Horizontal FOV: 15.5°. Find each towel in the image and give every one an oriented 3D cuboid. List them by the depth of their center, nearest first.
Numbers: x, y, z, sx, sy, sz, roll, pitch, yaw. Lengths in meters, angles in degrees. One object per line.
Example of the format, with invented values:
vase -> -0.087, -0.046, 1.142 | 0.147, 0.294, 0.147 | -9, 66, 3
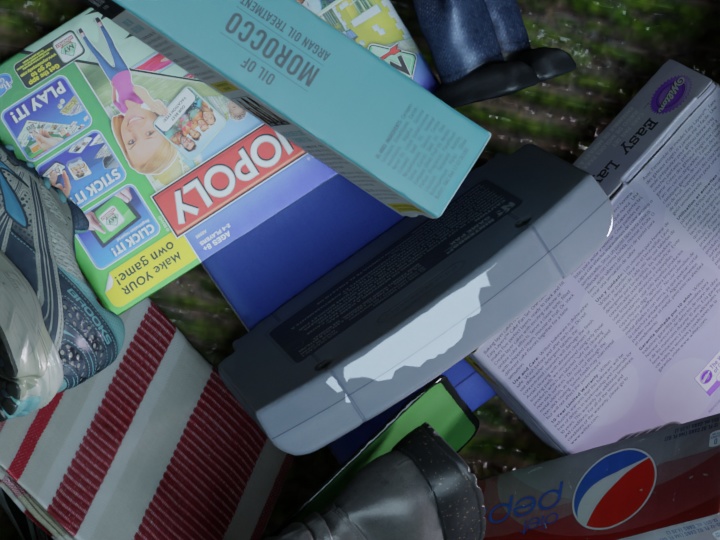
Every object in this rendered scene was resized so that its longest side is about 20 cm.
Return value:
towel -> -0.121, 0.080, 1.311 | 0.200, 0.023, 0.144 | 48, 45, -25

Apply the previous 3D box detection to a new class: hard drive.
hard drive -> 0.000, 0.000, 1.368 | 0.132, 0.025, 0.200 | -36, 115, -5

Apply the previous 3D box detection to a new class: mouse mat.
mouse mat -> -0.006, 0.120, 1.332 | 0.161, 0.200, 0.008 | -44, 76, -2

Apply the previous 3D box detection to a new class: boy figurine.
boy figurine -> 0.045, -0.182, 1.289 | 0.124, 0.064, 0.201 | -18, 94, -49

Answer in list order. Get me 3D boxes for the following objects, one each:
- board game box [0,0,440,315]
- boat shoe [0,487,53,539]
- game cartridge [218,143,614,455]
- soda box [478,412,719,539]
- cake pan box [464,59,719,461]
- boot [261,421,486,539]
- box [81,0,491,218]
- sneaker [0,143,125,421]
board game box -> -0.074, -0.086, 1.295 | 0.199, 0.029, 0.135 | -33, 97, -6
boat shoe -> -0.127, 0.166, 1.353 | 0.072, 0.071, 0.200 | -37, 115, -4
game cartridge -> 0.027, 0.013, 1.293 | 0.200, 0.133, 0.041 | -35, 104, -5
soda box -> 0.118, 0.139, 1.368 | 0.199, 0.070, 0.063 | -19, 131, 32
cake pan box -> 0.161, 0.015, 1.395 | 0.200, 0.052, 0.184 | -48, 127, -2
boot -> 0.000, 0.170, 1.283 | 0.131, 0.070, 0.201 | -32, 134, -17
box -> -0.039, -0.099, 1.244 | 0.199, 0.082, 0.049 | 34, 86, -10
sneaker -> -0.181, -0.024, 1.248 | 0.086, 0.078, 0.201 | -17, 72, -40
